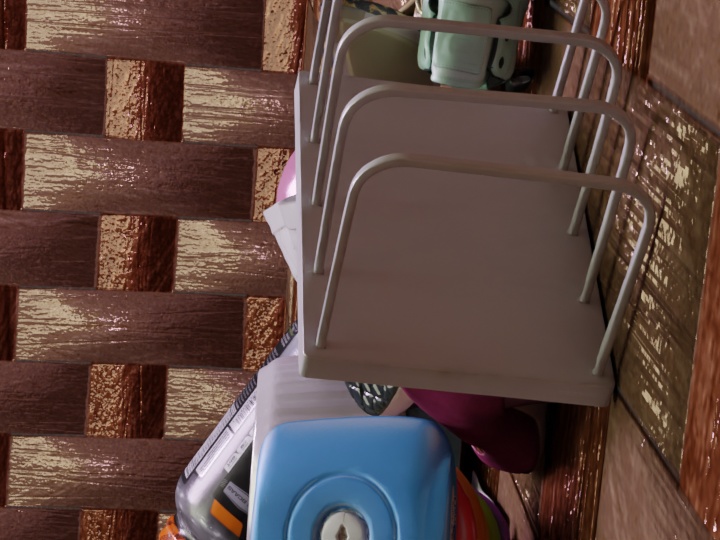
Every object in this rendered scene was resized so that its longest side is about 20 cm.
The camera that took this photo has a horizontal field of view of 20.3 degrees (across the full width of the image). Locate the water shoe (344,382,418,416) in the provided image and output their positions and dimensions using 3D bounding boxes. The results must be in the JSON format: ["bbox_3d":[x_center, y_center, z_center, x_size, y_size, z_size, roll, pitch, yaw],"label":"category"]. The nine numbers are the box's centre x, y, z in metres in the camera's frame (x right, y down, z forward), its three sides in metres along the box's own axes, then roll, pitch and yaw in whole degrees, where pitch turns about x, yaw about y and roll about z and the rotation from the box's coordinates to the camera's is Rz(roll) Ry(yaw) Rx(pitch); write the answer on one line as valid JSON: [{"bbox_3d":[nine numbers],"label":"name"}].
[{"bbox_3d":[0.056,0.010,1.063,0.072,0.079,0.200,63,145,13],"label":"water shoe"}]

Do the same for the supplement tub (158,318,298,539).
[{"bbox_3d":[-0.053,0.144,1.476,0.200,0.122,0.123,-54,11,7],"label":"supplement tub"}]

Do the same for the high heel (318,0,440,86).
[{"bbox_3d":[-0.004,-0.131,1.194,0.143,0.071,0.200,49,-177,36],"label":"high heel"}]

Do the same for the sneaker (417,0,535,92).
[{"bbox_3d":[0.067,-0.161,1.050,0.201,0.073,0.119,77,-159,-75],"label":"sneaker"}]

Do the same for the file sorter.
[{"bbox_3d":[0.047,-0.059,0.903,0.201,0.138,0.125,-93,11,-47],"label":"file sorter"}]

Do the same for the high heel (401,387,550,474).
[{"bbox_3d":[0.050,0.058,0.998,0.200,0.095,0.068,109,163,-70],"label":"high heel"}]

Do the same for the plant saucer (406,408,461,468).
[{"bbox_3d":[0.042,0.099,1.321,0.200,0.036,0.202,-176,90,-88],"label":"plant saucer"}]

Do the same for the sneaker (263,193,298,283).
[{"bbox_3d":[0.000,0.000,1.169,0.200,0.073,0.116,163,84,-82],"label":"sneaker"}]

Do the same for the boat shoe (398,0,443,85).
[{"bbox_3d":[0.049,-0.155,1.297,0.201,0.063,0.074,-152,65,-84],"label":"boat shoe"}]

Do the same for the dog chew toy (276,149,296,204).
[{"bbox_3d":[0.010,-0.034,1.346,0.200,0.124,0.125,-121,35,-74],"label":"dog chew toy"}]

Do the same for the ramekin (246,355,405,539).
[{"bbox_3d":[-0.025,0.145,1.286,0.202,0.094,0.204,-177,90,-88],"label":"ramekin"}]

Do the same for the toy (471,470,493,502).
[{"bbox_3d":[0.047,0.228,1.188,0.115,0.047,0.202,-127,40,-80],"label":"toy"}]

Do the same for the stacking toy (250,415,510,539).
[{"bbox_3d":[0.035,0.144,1.033,0.200,0.109,0.117,24,-114,-61],"label":"stacking toy"}]
